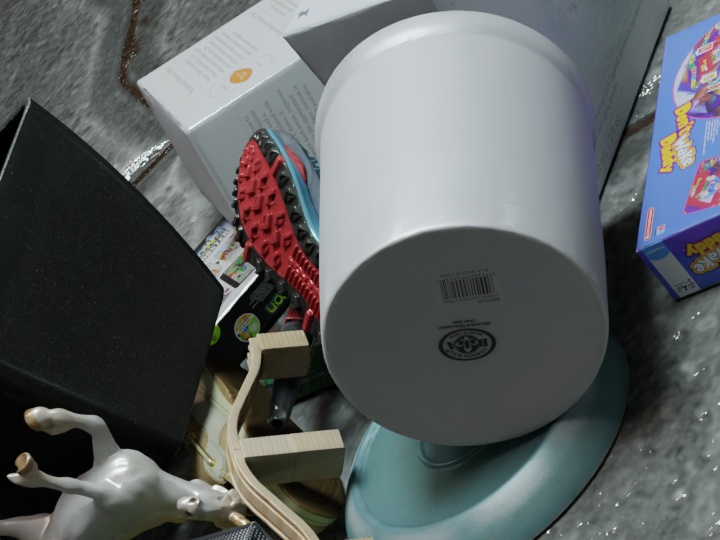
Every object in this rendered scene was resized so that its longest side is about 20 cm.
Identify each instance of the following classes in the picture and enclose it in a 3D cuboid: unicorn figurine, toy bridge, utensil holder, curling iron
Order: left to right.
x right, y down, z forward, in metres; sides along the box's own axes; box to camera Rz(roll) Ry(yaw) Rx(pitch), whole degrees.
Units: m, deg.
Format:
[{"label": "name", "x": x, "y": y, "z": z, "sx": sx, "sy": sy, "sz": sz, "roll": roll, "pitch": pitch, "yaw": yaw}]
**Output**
[{"label": "unicorn figurine", "x": -0.158, "y": 0.142, "z": 1.336, "sx": 0.200, "sy": 0.137, "sz": 0.074, "roll": -30, "pitch": 43, "yaw": 41}, {"label": "toy bridge", "x": -0.043, "y": 0.111, "z": 1.311, "sx": 0.067, "sy": 0.027, "sz": 0.200, "roll": -4, "pitch": 41, "yaw": -14}, {"label": "curling iron", "x": -0.032, "y": 0.032, "z": 1.446, "sx": 0.049, "sy": 0.026, "sz": 0.200, "roll": -21, "pitch": 27, "yaw": 29}, {"label": "utensil holder", "x": 0.057, "y": -0.023, "z": 1.276, "sx": 0.170, "sy": 0.170, "sz": 0.200, "roll": -30, "pitch": 33, "yaw": 22}]

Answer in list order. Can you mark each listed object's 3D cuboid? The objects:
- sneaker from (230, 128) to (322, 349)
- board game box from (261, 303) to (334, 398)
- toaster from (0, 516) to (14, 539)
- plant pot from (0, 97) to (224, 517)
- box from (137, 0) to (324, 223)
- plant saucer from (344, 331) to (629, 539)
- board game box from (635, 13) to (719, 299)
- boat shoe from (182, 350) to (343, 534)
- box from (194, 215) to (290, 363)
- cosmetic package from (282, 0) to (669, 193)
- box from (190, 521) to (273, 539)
[{"label": "sneaker", "x": -0.011, "y": -0.012, "z": 1.436, "sx": 0.200, "sy": 0.095, "sz": 0.079, "roll": 56, "pitch": 133, "yaw": 31}, {"label": "board game box", "x": 0.000, "y": 0.000, "z": 1.522, "sx": 0.104, "sy": 0.023, "sz": 0.200, "roll": -20, "pitch": 35, "yaw": 33}, {"label": "toaster", "x": -0.274, "y": 0.123, "z": 1.550, "sx": 0.199, "sy": 0.114, "sz": 0.130, "roll": -20, "pitch": 65, "yaw": 13}, {"label": "plant pot", "x": -0.204, "y": 0.050, "z": 1.425, "sx": 0.199, "sy": 0.177, "sz": 0.201, "roll": -39, "pitch": 28, "yaw": 47}, {"label": "box", "x": -0.039, "y": -0.130, "z": 1.624, "sx": 0.200, "sy": 0.107, "sz": 0.152, "roll": -34, "pitch": 26, "yaw": -6}, {"label": "plant saucer", "x": 0.065, "y": 0.095, "z": 1.300, "sx": 0.200, "sy": 0.027, "sz": 0.200, "roll": -32, "pitch": 29, "yaw": 20}, {"label": "board game box", "x": 0.238, "y": -0.087, "z": 1.312, "sx": 0.134, "sy": 0.045, "sz": 0.200, "roll": -23, "pitch": 33, "yaw": 32}, {"label": "boat shoe", "x": -0.071, "y": 0.121, "z": 1.405, "sx": 0.067, "sy": 0.074, "sz": 0.200, "roll": -57, "pitch": 30, "yaw": 10}, {"label": "box", "x": -0.122, "y": 0.046, "z": 1.602, "sx": 0.200, "sy": 0.035, "sz": 0.110, "roll": -50, "pitch": 28, "yaw": -13}, {"label": "cosmetic package", "x": 0.081, "y": -0.164, "z": 1.455, "sx": 0.123, "sy": 0.200, "sz": 0.200, "roll": -16, "pitch": 38, "yaw": 41}, {"label": "box", "x": -0.131, "y": 0.242, "z": 1.225, "sx": 0.160, "sy": 0.044, "sz": 0.200, "roll": -20, "pitch": 35, "yaw": 38}]
